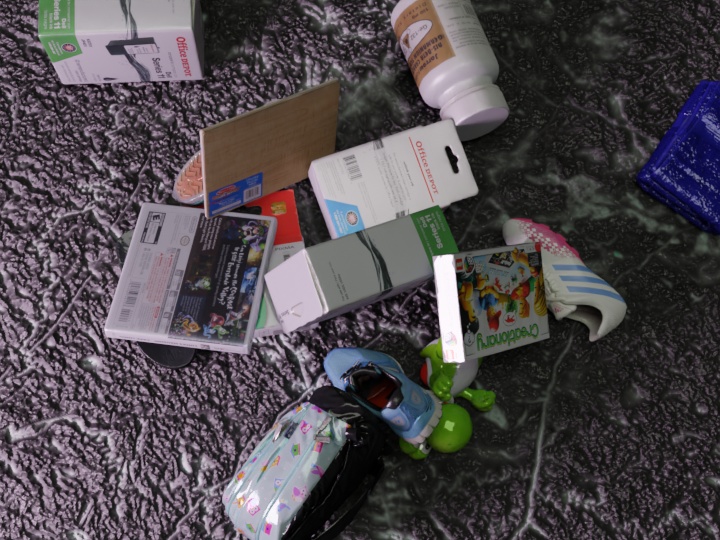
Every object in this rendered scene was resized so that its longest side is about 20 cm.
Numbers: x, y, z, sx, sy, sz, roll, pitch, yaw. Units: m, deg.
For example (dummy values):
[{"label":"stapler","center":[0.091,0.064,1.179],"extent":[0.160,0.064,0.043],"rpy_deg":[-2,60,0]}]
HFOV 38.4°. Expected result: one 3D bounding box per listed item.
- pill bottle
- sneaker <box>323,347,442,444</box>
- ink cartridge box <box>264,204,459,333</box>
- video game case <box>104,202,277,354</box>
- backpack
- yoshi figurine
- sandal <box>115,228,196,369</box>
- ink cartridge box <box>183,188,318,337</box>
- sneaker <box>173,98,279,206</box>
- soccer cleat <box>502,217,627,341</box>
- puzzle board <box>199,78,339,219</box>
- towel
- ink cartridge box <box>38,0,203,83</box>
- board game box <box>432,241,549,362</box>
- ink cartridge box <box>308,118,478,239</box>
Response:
[{"label":"pill bottle","center":[0.127,-0.287,1.428],"extent":[0.114,0.114,0.201],"rpy_deg":[-19,74,-9]},{"label":"sneaker","center":[0.015,0.131,1.254],"extent":[0.078,0.090,0.200],"rpy_deg":[-55,38,-8]},{"label":"ink cartridge box","center":[0.000,0.000,1.276],"extent":[0.200,0.147,0.083],"rpy_deg":[-19,85,-29]},{"label":"video game case","center":[-0.211,0.006,1.316],"extent":[0.181,0.023,0.201],"rpy_deg":[6,56,4]},{"label":"backpack","center":[-0.065,0.243,1.232],"extent":[0.126,0.167,0.200],"rpy_deg":[33,77,26]},{"label":"yoshi figurine","center":[0.121,0.147,1.290],"extent":[0.112,0.112,0.200],"rpy_deg":[27,75,-1]},{"label":"sandal","center":[-0.271,0.035,1.332],"extent":[0.075,0.048,0.201],"rpy_deg":[-21,73,-11]},{"label":"ink cartridge box","center":[-0.148,-0.011,1.356],"extent":[0.160,0.050,0.201],"rpy_deg":[-9,74,-6]},{"label":"sneaker","center":[-0.155,-0.143,1.390],"extent":[0.200,0.080,0.071],"rpy_deg":[-35,58,8]},{"label":"soccer cleat","center":[0.258,0.011,1.357],"extent":[0.200,0.070,0.086],"rpy_deg":[38,64,8]},{"label":"puzzle board","center":[-0.117,-0.158,1.334],"extent":[0.200,0.151,0.017],"rpy_deg":[-25,57,-25]},{"label":"towel","center":[0.494,-0.162,1.442],"extent":[0.147,0.050,0.200],"rpy_deg":[35,73,9]},{"label":"ink cartridge box","center":[-0.314,-0.320,1.388],"extent":[0.199,0.147,0.083],"rpy_deg":[-3,74,-3]},{"label":"board game box","center":[0.164,0.035,1.272],"extent":[0.200,0.035,0.127],"rpy_deg":[-9,93,-50]},{"label":"ink cartridge box","center":[0.043,-0.116,1.383],"extent":[0.199,0.068,0.116],"rpy_deg":[-19,84,-9]}]
